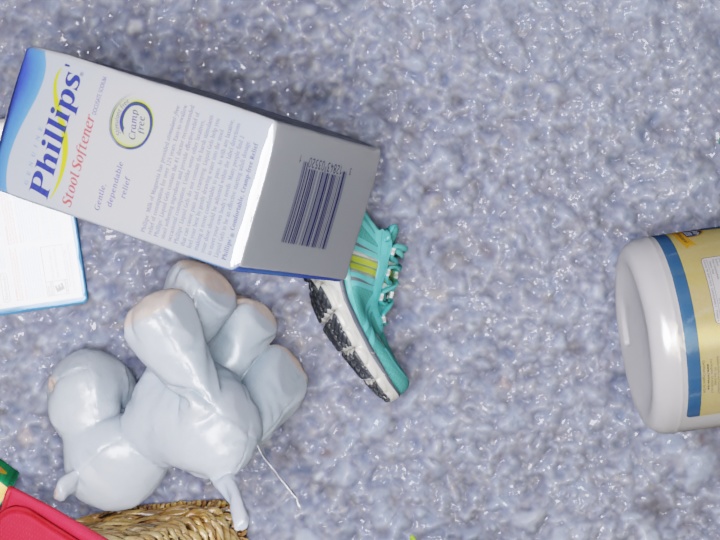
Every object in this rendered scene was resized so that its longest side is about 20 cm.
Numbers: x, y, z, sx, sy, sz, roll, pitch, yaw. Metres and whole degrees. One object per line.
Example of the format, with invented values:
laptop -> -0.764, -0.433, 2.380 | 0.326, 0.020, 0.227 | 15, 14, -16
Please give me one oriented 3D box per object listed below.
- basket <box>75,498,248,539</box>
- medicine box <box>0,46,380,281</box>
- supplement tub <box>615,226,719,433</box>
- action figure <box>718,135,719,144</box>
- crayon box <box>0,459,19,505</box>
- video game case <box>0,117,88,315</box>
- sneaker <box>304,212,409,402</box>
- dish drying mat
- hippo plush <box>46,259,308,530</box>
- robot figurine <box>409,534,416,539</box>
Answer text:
basket -> -0.170, 0.279, 1.540 | 0.142, 0.149, 0.201 | -3, 96, 29
medicine box -> -0.116, -0.071, 1.419 | 0.199, 0.182, 0.103 | 18, 94, 23
supplement tub -> 0.296, 0.036, 1.508 | 0.199, 0.145, 0.146 | -8, 96, -4
action figure -> 0.331, -0.137, 1.541 | 0.118, 0.055, 0.200 | 34, 99, -8
crayon box -> -0.358, 0.198, 1.520 | 0.119, 0.058, 0.200 | 37, 91, -7
video game case -> -0.310, -0.033, 1.524 | 0.199, 0.018, 0.144 | -8, 96, -3
sneaker -> 0.000, 0.000, 1.523 | 0.079, 0.077, 0.201 | -20, 96, -11
dish drying mat -> -0.181, 0.227, 1.442 | 0.199, 0.018, 0.077 | 26, 109, 24
hippo plush -> -0.138, 0.108, 1.507 | 0.160, 0.159, 0.201 | -27, 81, 29
robot figurine -> 0.088, 0.285, 1.502 | 0.115, 0.176, 0.201 | -31, 103, 3
